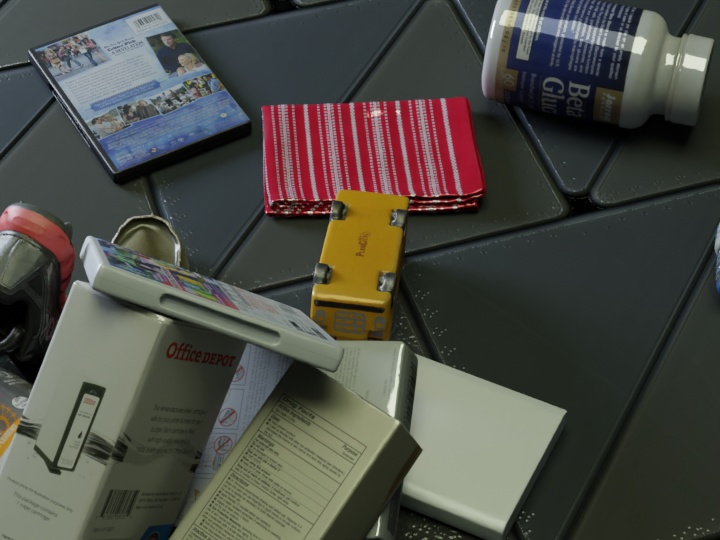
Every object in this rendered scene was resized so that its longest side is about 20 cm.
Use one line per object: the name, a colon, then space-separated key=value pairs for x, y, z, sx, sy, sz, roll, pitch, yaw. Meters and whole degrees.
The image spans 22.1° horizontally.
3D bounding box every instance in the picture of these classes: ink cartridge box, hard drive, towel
ink cartridge box: x=-0.177 y=0.118 z=1.335 sx=0.084 sy=0.146 sz=0.200 roll=22 pitch=91 yaw=22
hard drive: x=0.047 y=0.128 z=1.470 sx=0.200 sy=0.026 sz=0.132 roll=20 pitch=50 yaw=17
towel: x=0.010 y=-0.107 z=1.691 sx=0.199 sy=0.023 sz=0.145 roll=-2 pitch=46 yaw=-2
ink cartridge box: x=-0.063 y=0.135 z=1.433 sx=0.200 sy=0.050 sz=0.163 roll=-1 pitch=64 yaw=20

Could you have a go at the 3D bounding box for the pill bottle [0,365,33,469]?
pill bottle: x=-0.312 y=0.118 z=1.416 sx=0.200 sy=0.117 sz=0.116 roll=28 pitch=53 yaw=23

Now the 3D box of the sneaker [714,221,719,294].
sneaker: x=0.394 y=0.013 z=1.559 sx=0.200 sy=0.077 sz=0.085 roll=9 pitch=57 yaw=18

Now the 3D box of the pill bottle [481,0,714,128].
pill bottle: x=0.221 y=-0.193 z=1.711 sx=0.200 sy=0.111 sz=0.111 roll=12 pitch=48 yaw=11

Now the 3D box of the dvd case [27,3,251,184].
dvd case: x=-0.211 y=-0.171 z=1.751 sx=0.142 sy=0.018 sz=0.200 roll=-23 pitch=52 yaw=-20

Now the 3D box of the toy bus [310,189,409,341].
toy bus: x=0.000 y=0.000 z=1.515 sx=0.065 sy=0.078 sz=0.200 roll=7 pitch=30 yaw=2

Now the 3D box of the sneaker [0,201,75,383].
sneaker: x=-0.264 y=0.039 z=1.434 sx=0.071 sy=0.201 sz=0.098 roll=22 pitch=55 yaw=11

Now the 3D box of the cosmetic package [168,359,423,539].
cosmetic package: x=-0.055 y=0.177 z=1.342 sx=0.105 sy=0.071 sz=0.200 roll=32 pitch=80 yaw=26

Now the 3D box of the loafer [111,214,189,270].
loafer: x=-0.185 y=0.022 z=1.536 sx=0.075 sy=0.070 sz=0.200 roll=2 pitch=47 yaw=2

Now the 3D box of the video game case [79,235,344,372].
video game case: x=-0.115 y=0.023 z=1.358 sx=0.182 sy=0.023 sz=0.200 roll=20 pitch=3 yaw=-12
